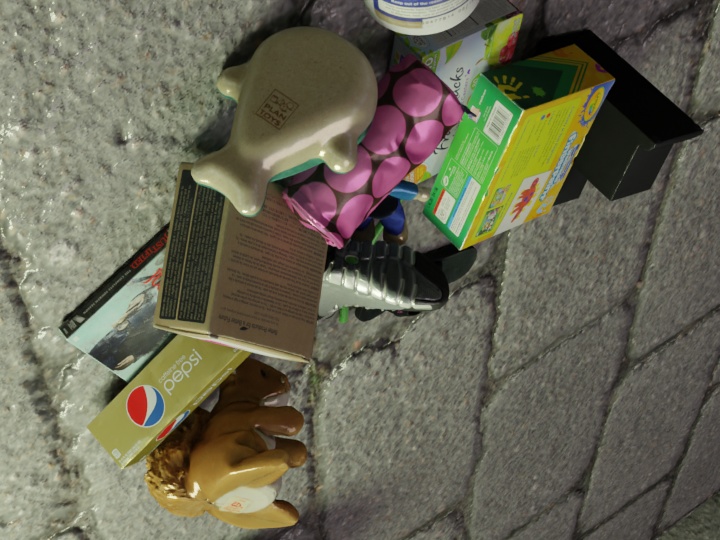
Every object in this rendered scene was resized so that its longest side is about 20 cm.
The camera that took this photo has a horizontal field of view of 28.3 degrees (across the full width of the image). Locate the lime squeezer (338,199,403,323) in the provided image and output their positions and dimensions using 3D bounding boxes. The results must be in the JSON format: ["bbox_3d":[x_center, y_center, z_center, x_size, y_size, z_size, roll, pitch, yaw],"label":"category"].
[{"bbox_3d":[0.000,0.000,1.709,0.070,0.038,0.202,-13,138,-43],"label":"lime squeezer"}]

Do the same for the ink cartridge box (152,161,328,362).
[{"bbox_3d":[-0.113,-0.005,1.433,0.199,0.074,0.167,22,76,-61],"label":"ink cartridge box"}]

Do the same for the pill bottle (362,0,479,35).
[{"bbox_3d":[0.048,-0.318,1.262,0.119,0.120,0.201,-34,150,-15],"label":"pill bottle"}]

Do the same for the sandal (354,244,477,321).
[{"bbox_3d":[0.080,0.018,1.821,0.199,0.048,0.076,-25,147,-31],"label":"sandal"}]

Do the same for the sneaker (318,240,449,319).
[{"bbox_3d":[-0.003,0.020,1.633,0.116,0.197,0.076,112,-7,-55],"label":"sneaker"}]

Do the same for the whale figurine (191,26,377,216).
[{"bbox_3d":[-0.070,-0.130,1.332,0.201,0.158,0.104,-53,167,-21],"label":"whale figurine"}]

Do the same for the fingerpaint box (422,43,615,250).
[{"bbox_3d":[0.175,-0.140,1.603,0.166,0.073,0.201,-23,146,-40],"label":"fingerpaint box"}]

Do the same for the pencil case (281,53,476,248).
[{"bbox_3d":[0.016,-0.113,1.414,0.200,0.091,0.094,-45,145,-5],"label":"pencil case"}]

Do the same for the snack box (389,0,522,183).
[{"bbox_3d":[0.092,-0.192,1.552,0.141,0.053,0.201,-26,148,-26],"label":"snack box"}]

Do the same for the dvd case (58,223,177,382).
[{"bbox_3d":[-0.206,0.023,1.497,0.200,0.022,0.146,-44,151,-3],"label":"dvd case"}]

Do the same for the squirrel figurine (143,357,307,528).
[{"bbox_3d":[-0.159,0.187,1.644,0.197,0.189,0.142,-9,142,5],"label":"squirrel figurine"}]

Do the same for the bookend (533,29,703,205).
[{"bbox_3d":[0.271,-0.142,1.694,0.091,0.200,0.200,-17,141,-38],"label":"bookend"}]

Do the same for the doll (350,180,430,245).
[{"bbox_3d":[0.010,-0.079,1.546,0.200,0.134,0.049,56,38,-70],"label":"doll"}]

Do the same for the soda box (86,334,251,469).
[{"bbox_3d":[-0.202,0.123,1.559,0.200,0.064,0.068,-45,172,11],"label":"soda box"}]
